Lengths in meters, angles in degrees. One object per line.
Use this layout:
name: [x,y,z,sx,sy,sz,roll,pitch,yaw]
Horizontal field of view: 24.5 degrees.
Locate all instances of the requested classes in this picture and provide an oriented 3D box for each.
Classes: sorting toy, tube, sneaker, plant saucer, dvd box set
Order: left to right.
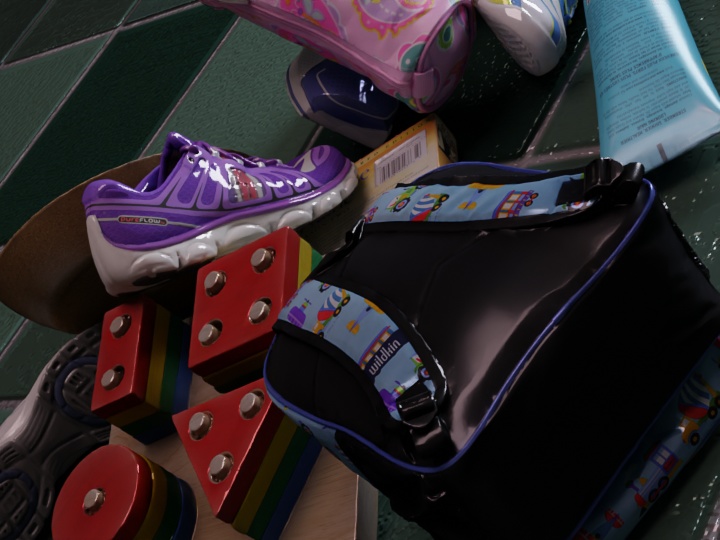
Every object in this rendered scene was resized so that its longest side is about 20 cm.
sneaker: [-0.209,0.104,1.110,0.200,0.075,0.087,-47,17,-16]
plant saucer: [-0.145,-0.009,1.106,0.199,0.200,0.036,-33,68,16]
sorting toy: [-0.086,0.087,0.929,0.199,0.069,0.201,-24,46,31]
sneaker: [-0.082,-0.051,1.016,0.199,0.084,0.080,-21,0,-42]
dvd box set: [0.000,0.000,1.026,0.145,0.029,0.201,-32,30,20]
sneaker: [0.008,-0.188,1.182,0.201,0.080,0.116,-81,16,-51]
sneaker: [0.122,-0.204,1.110,0.105,0.076,0.201,-36,28,9]
tube: [0.164,-0.128,0.970,0.077,0.050,0.201,-33,34,25]

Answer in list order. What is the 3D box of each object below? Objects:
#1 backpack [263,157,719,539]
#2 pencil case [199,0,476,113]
backpack: [0.055,0.038,0.792,0.183,0.135,0.199,-50,30,-15]
pencil case: [-0.022,-0.177,1.093,0.199,0.088,0.088,28,66,19]
